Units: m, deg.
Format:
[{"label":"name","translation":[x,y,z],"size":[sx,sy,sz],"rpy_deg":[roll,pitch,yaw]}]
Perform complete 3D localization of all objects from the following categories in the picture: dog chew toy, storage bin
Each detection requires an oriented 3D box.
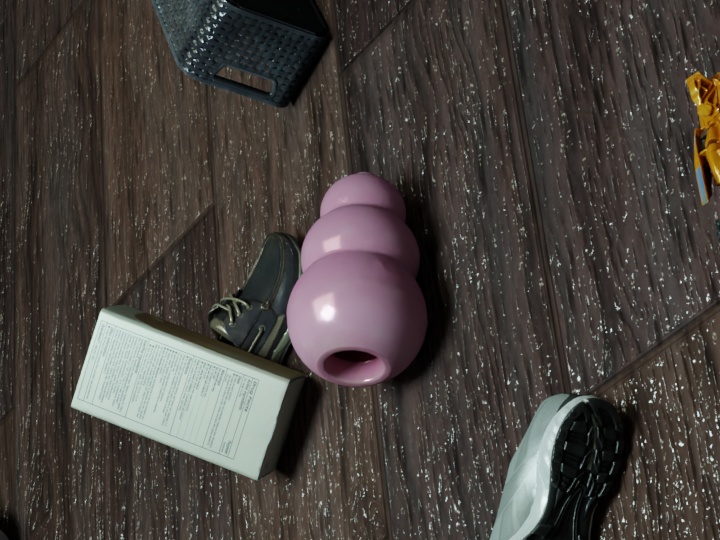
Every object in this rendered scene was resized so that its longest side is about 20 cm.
[{"label":"dog chew toy","translation":[0.000,0.000,1.728],"size":[0.124,0.124,0.201],"rpy_deg":[-38,38,45]},{"label":"storage bin","translation":[-0.130,-0.274,2.035],"size":[0.094,0.134,0.201],"rpy_deg":[-57,35,27]}]

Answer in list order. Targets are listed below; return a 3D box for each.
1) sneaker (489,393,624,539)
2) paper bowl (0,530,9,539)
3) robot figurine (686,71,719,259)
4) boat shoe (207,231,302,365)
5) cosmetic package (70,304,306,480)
[{"label":"sneaker","translation":[0.136,0.187,1.474],"size":[0.202,0.073,0.079],"rpy_deg":[-68,22,0]},{"label":"paper bowl","translation":[-0.487,0.376,2.350],"size":[0.200,0.104,0.203],"rpy_deg":[-31,52,50]},{"label":"robot figurine","translation":[0.284,-0.066,1.348],"size":[0.145,0.058,0.202],"rpy_deg":[-41,44,44]},{"label":"boat shoe","translation":[-0.109,0.058,1.913],"size":[0.074,0.073,0.202],"rpy_deg":[11,87,59]},{"label":"cosmetic package","translation":[-0.163,0.114,1.859],"size":[0.071,0.198,0.106],"rpy_deg":[-13,-57,-77]}]
